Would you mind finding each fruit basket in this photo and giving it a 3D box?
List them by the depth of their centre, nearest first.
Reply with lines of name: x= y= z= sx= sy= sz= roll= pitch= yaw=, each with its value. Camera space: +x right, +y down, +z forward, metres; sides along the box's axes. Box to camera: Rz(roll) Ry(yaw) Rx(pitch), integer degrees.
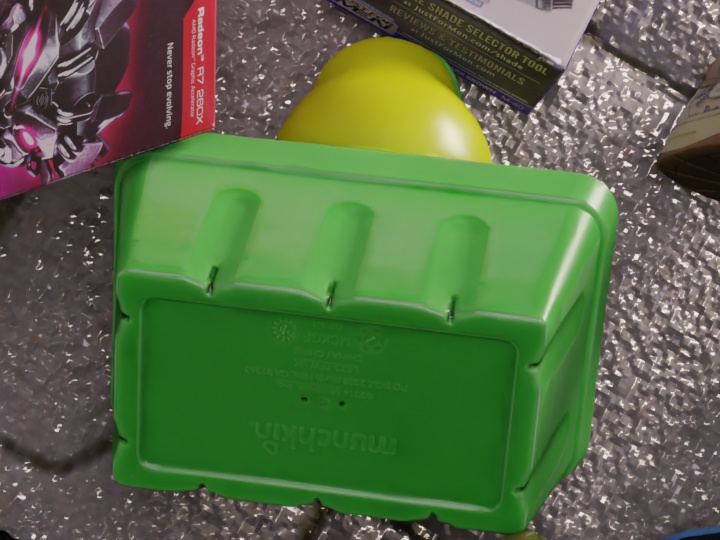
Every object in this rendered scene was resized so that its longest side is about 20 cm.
fruit basket: x=0.000 y=0.000 z=0.820 sx=0.215 sy=0.216 sz=0.156 roll=0 pitch=115 yaw=-8

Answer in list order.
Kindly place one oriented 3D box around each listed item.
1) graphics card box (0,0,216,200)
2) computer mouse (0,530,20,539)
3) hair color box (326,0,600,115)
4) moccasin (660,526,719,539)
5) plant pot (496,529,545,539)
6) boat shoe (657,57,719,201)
graphics card box: x=-0.134 y=-0.089 z=0.708 sx=0.200 sy=0.051 sz=0.126 roll=-21 pitch=125 yaw=-42
computer mouse: x=-0.104 y=0.160 z=0.812 sx=0.200 sy=0.034 sz=0.059 roll=30 pitch=75 yaw=-2
hair color box: x=0.077 y=-0.183 z=0.887 sx=0.109 sy=0.065 sz=0.200 roll=30 pitch=70 yaw=-1
moccasin: x=0.194 y=0.134 z=0.787 sx=0.080 sy=0.200 sz=0.068 roll=45 pitch=45 yaw=-23
plant pot: x=0.009 y=0.188 z=0.719 sx=0.190 sy=0.200 sz=0.200 roll=-28 pitch=84 yaw=-1
boat shoe: x=0.197 y=-0.075 z=0.822 sx=0.073 sy=0.200 sz=0.063 roll=28 pitch=70 yaw=-28
